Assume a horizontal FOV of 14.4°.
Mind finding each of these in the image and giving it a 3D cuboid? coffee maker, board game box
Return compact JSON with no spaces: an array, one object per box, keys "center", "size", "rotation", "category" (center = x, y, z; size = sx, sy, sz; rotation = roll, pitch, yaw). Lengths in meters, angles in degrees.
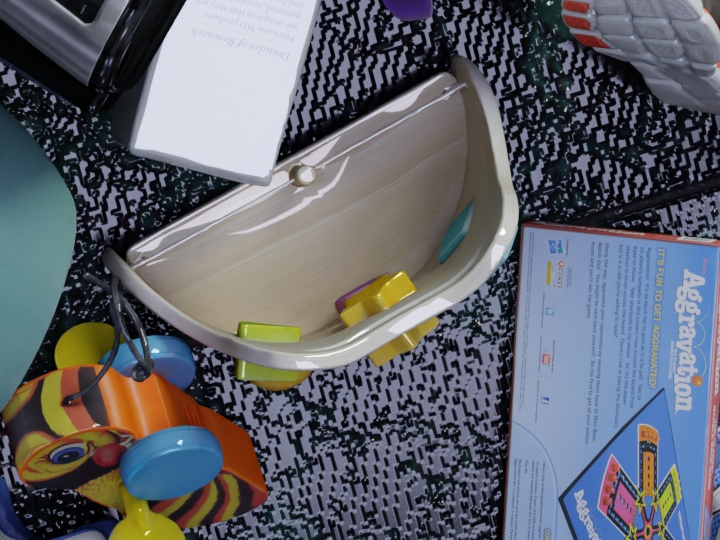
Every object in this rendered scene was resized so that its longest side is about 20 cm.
[{"center":[-0.158,-0.169,1.207],"size":[0.200,0.192,0.135],"rotation":[31,117,-4],"category":"coffee maker"},{"center":[0.123,0.080,1.393],"size":[0.103,0.019,0.200],"rotation":[7,99,23],"category":"board game box"}]

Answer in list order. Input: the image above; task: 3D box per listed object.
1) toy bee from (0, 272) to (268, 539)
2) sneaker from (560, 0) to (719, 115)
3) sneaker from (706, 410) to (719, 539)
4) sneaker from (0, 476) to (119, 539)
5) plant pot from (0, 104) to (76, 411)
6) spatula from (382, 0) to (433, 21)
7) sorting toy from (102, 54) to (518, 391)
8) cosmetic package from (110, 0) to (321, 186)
[{"center":[-0.123,0.069,1.307],"size":[0.109,0.131,0.200],"rotation":[-22,129,7],"category":"toy bee"},{"center":[0.149,-0.133,1.324],"size":[0.077,0.200,0.082],"rotation":[14,82,22],"category":"sneaker"},{"center":[0.204,0.084,1.405],"size":[0.077,0.076,0.200],"rotation":[21,97,-13],"category":"sneaker"},{"center":[-0.121,0.163,1.336],"size":[0.200,0.075,0.088],"rotation":[27,86,6],"category":"sneaker"},{"center":[-0.222,-0.010,1.252],"size":[0.161,0.201,0.201],"rotation":[25,94,-21],"category":"plant pot"},{"center":[0.010,-0.217,1.340],"size":[0.021,0.057,0.200],"rotation":[-4,92,-23],"category":"spatula"},{"center":[0.000,0.000,1.300],"size":[0.200,0.180,0.107],"rotation":[-29,103,-5],"category":"sorting toy"},{"center":[-0.054,-0.146,1.307],"size":[0.074,0.102,0.200],"rotation":[13,97,-11],"category":"cosmetic package"}]
